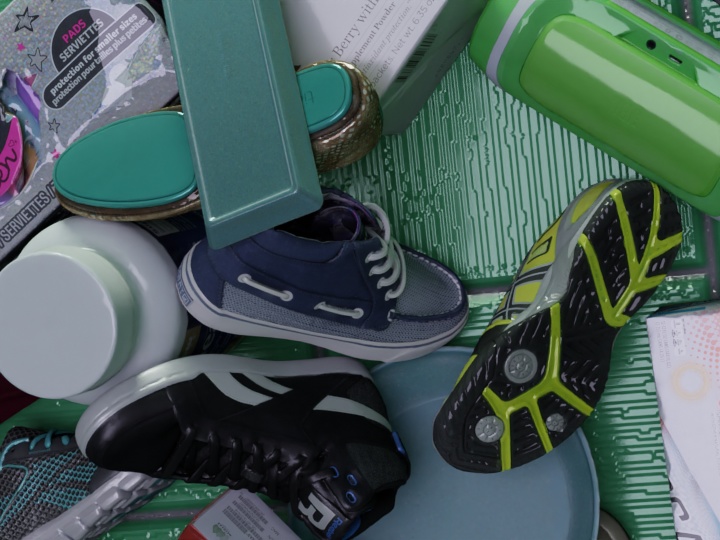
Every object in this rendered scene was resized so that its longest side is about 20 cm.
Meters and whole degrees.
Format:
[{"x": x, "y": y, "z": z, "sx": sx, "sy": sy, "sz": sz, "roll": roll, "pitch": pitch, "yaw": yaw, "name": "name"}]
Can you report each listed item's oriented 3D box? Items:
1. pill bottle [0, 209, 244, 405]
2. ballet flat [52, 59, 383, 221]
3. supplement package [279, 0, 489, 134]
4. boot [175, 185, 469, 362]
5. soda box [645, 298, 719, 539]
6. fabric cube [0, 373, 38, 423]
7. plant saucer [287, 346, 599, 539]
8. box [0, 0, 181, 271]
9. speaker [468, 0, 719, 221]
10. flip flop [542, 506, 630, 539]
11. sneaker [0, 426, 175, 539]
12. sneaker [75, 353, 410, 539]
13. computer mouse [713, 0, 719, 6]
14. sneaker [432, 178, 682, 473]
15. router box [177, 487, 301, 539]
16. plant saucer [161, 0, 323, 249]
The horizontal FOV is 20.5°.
[{"x": -0.141, "y": 0.019, "z": 1.180, "sx": 0.111, "sy": 0.200, "sz": 0.111, "roll": 2, "pitch": 97, "yaw": 17, "name": "pill bottle"}, {"x": -0.076, "y": -0.062, "z": 1.119, "sx": 0.199, "sy": 0.065, "sz": 0.071, "roll": -12, "pitch": 65, "yaw": 22, "name": "ballet flat"}, {"x": -0.033, "y": -0.185, "z": 1.182, "sx": 0.200, "sy": 0.120, "sz": 0.121, "roll": 37, "pitch": 103, "yaw": 10, "name": "supplement package"}, {"x": 0.000, "y": 0.000, "z": 1.144, "sx": 0.090, "sy": 0.200, "sz": 0.073, "roll": -42, "pitch": 55, "yaw": 43, "name": "boot"}, {"x": 0.215, "y": 0.117, "z": 1.166, "sx": 0.068, "sy": 0.064, "sz": 0.201, "roll": -8, "pitch": 91, "yaw": 15, "name": "soda box"}, {"x": -0.344, "y": 0.048, "z": 1.241, "sx": 0.199, "sy": 0.196, "sz": 0.200, "roll": -31, "pitch": 85, "yaw": 13, "name": "fabric cube"}, {"x": 0.053, "y": 0.147, "z": 1.202, "sx": 0.199, "sy": 0.036, "sz": 0.201, "roll": -6, "pitch": 75, "yaw": 21, "name": "plant saucer"}, {"x": -0.185, "y": -0.096, "z": 1.221, "sx": 0.200, "sy": 0.132, "sz": 0.115, "roll": -42, "pitch": 84, "yaw": 13, "name": "box"}, {"x": 0.165, "y": -0.104, "z": 1.154, "sx": 0.200, "sy": 0.088, "sz": 0.089, "roll": 33, "pitch": 101, "yaw": 10, "name": "speaker"}, {"x": 0.104, "y": 0.236, "z": 1.204, "sx": 0.081, "sy": 0.058, "sz": 0.200, "roll": 27, "pitch": 103, "yaw": 12, "name": "flip flop"}, {"x": -0.189, "y": 0.130, "z": 1.270, "sx": 0.200, "sy": 0.078, "sz": 0.091, "roll": -38, "pitch": 80, "yaw": 12, "name": "sneaker"}, {"x": -0.053, "y": 0.108, "z": 1.130, "sx": 0.112, "sy": 0.200, "sz": 0.073, "roll": 58, "pitch": 136, "yaw": 32, "name": "sneaker"}, {"x": 0.224, "y": -0.237, "z": 1.156, "sx": 0.200, "sy": 0.046, "sz": 0.141, "roll": 45, "pitch": 120, "yaw": 11, "name": "computer mouse"}, {"x": 0.112, "y": 0.034, "z": 1.166, "sx": 0.075, "sy": 0.076, "sz": 0.200, "roll": 41, "pitch": 84, "yaw": -17, "name": "sneaker"}, {"x": -0.046, "y": 0.249, "z": 1.201, "sx": 0.200, "sy": 0.049, "sz": 0.180, "roll": 44, "pitch": 139, "yaw": 9, "name": "router box"}, {"x": -0.072, "y": -0.113, "z": 1.086, "sx": 0.070, "sy": 0.019, "sz": 0.201, "roll": -21, "pitch": 67, "yaw": 19, "name": "plant saucer"}]
